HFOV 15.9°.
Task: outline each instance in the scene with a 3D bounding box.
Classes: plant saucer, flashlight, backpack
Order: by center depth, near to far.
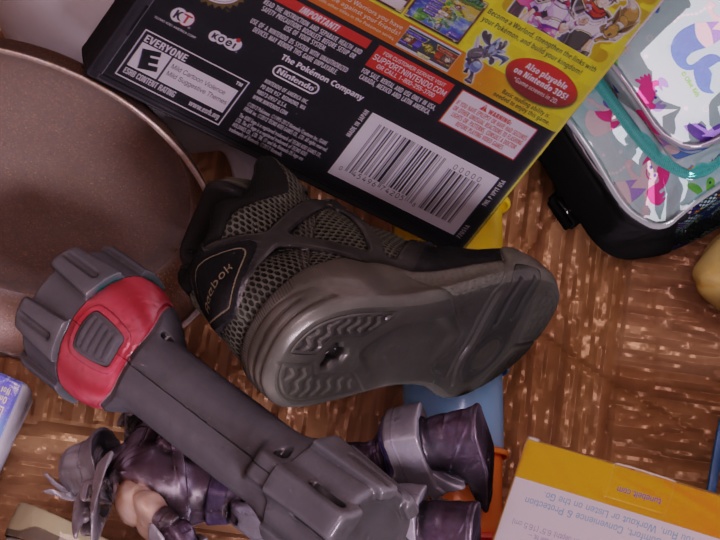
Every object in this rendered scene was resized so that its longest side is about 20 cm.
[{"bbox_3d":[-0.060,0.062,1.075,0.068,0.068,0.200,-32,51,-33],"label":"flashlight"},{"bbox_3d":[-0.155,-0.035,1.141,0.199,0.201,0.032,14,48,0],"label":"plant saucer"},{"bbox_3d":[0.163,-0.125,1.198,0.200,0.151,0.178,-30,78,-15],"label":"backpack"}]

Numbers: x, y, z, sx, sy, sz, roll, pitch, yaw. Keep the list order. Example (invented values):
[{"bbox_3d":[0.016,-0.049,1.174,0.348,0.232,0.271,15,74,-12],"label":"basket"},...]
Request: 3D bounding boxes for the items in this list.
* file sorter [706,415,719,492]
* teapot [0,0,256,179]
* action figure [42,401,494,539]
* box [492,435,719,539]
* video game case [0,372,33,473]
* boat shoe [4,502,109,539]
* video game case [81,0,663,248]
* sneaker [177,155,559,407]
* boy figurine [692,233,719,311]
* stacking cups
[{"bbox_3d":[0.254,0.125,1.147,0.199,0.123,0.139,11,76,0],"label":"file sorter"},{"bbox_3d":[-0.097,-0.127,1.185,0.197,0.146,0.200,19,45,-18],"label":"teapot"},{"bbox_3d":[-0.044,0.099,1.127,0.199,0.070,0.130,4,41,11],"label":"action figure"},{"bbox_3d":[0.095,0.181,1.073,0.119,0.041,0.201,15,85,33],"label":"box"},{"bbox_3d":[-0.274,0.102,1.164,0.199,0.045,0.182,20,77,2],"label":"video game case"},{"bbox_3d":[-0.080,0.177,1.145,0.199,0.075,0.069,24,77,14],"label":"boat shoe"},{"bbox_3d":[0.015,-0.114,1.076,0.200,0.026,0.181,25,116,-28],"label":"video game case"},{"bbox_3d":[0.000,0.000,1.102,0.114,0.199,0.076,45,120,31],"label":"sneaker"},{"bbox_3d":[0.254,-0.006,1.210,0.199,0.064,0.125,-15,97,-4],"label":"boy figurine"},{"bbox_3d":[0.039,0.064,1.183,0.060,0.061,0.201,2,77,-3],"label":"stacking cups"}]
